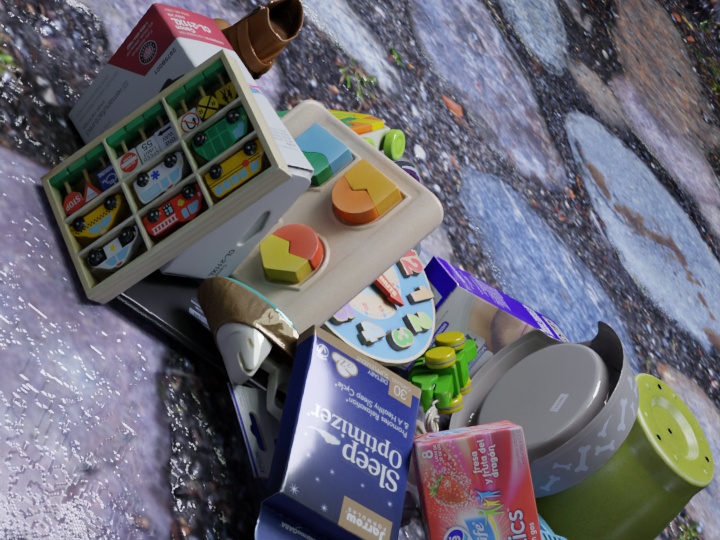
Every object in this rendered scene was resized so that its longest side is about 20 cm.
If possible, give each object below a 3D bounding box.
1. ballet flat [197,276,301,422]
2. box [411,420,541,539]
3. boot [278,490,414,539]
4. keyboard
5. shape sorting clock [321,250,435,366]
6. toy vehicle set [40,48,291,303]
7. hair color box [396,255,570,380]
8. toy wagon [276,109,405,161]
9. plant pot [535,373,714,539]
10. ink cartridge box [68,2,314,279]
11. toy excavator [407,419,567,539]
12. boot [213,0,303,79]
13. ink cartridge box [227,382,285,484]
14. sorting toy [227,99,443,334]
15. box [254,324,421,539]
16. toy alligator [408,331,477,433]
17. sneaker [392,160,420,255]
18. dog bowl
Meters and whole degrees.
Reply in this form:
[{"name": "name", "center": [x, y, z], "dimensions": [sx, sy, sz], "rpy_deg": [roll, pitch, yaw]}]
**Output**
[{"name": "ballet flat", "center": [-0.071, 0.089, 1.307], "dimensions": [0.200, 0.068, 0.072], "rpy_deg": [44, 41, -9]}, {"name": "box", "center": [0.105, 0.236, 1.309], "dimensions": [0.103, 0.094, 0.202], "rpy_deg": [123, -42, -88]}, {"name": "boot", "center": [-0.010, 0.250, 1.270], "dimensions": [0.199, 0.073, 0.096], "rpy_deg": [-10, 71, -50]}, {"name": "keyboard", "center": [-0.143, 0.032, 1.367], "dimensions": [0.200, 0.021, 0.128], "rpy_deg": [37, 33, -26]}, {"name": "shape sorting clock", "center": [0.000, 0.000, 1.464], "dimensions": [0.199, 0.039, 0.201], "rpy_deg": [35, 35, -29]}, {"name": "toy vehicle set", "center": [-0.165, -0.078, 1.272], "dimensions": [0.125, 0.199, 0.026], "rpy_deg": [62, 14, 23]}, {"name": "hair color box", "center": [0.125, 0.077, 1.602], "dimensions": [0.199, 0.110, 0.065], "rpy_deg": [27, 17, -38]}, {"name": "toy wagon", "center": [-0.053, -0.134, 1.567], "dimensions": [0.200, 0.154, 0.040], "rpy_deg": [-22, 119, -61]}, {"name": "plant pot", "center": [0.250, 0.208, 1.557], "dimensions": [0.200, 0.193, 0.201], "rpy_deg": [36, 31, -26]}, {"name": "ink cartridge box", "center": [-0.153, -0.113, 1.356], "dimensions": [0.083, 0.146, 0.201], "rpy_deg": [8, 41, -53]}, {"name": "toy excavator", "center": [0.119, 0.243, 1.425], "dimensions": [0.194, 0.100, 0.201], "rpy_deg": [29, 23, -54]}, {"name": "boot", "center": [-0.118, -0.236, 1.568], "dimensions": [0.074, 0.154, 0.201], "rpy_deg": [37, 31, -24]}, {"name": "ink cartridge box", "center": [-0.043, 0.161, 1.346], "dimensions": [0.199, 0.037, 0.095], "rpy_deg": [21, 40, -47]}, {"name": "sorting toy", "center": [-0.052, -0.056, 1.394], "dimensions": [0.200, 0.185, 0.037], "rpy_deg": [42, -16, 32]}, {"name": "box", "center": [-0.015, 0.156, 1.245], "dimensions": [0.121, 0.032, 0.201], "rpy_deg": [32, 48, -24]}, {"name": "toy alligator", "center": [0.068, 0.110, 1.467], "dimensions": [0.200, 0.054, 0.060], "rpy_deg": [-51, 133, -64]}, {"name": "sneaker", "center": [0.041, -0.048, 1.605], "dimensions": [0.200, 0.074, 0.088], "rpy_deg": [66, 3, -73]}, {"name": "dog bowl", "center": [0.185, 0.138, 1.496], "dimensions": [0.059, 0.199, 0.201], "rpy_deg": [50, 26, -26]}]
